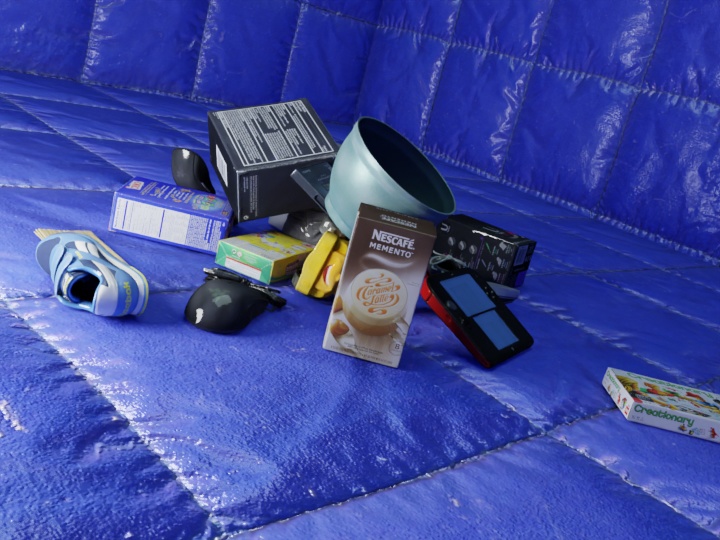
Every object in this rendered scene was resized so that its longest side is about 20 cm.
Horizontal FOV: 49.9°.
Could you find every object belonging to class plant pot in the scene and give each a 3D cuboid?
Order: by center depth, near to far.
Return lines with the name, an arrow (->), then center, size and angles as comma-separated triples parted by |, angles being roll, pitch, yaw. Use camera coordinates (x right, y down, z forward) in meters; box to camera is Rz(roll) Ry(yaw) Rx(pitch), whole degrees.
plant pot -> 0.030, -0.117, 1.188 | 0.200, 0.134, 0.201 | 34, 28, -21

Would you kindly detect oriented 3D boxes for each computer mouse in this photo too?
computer mouse -> -0.189, 0.034, 1.120 | 0.138, 0.053, 0.200 | 18, 16, 5
computer mouse -> -0.299, -0.150, 1.511 | 0.140, 0.200, 0.046 | 19, 61, 12

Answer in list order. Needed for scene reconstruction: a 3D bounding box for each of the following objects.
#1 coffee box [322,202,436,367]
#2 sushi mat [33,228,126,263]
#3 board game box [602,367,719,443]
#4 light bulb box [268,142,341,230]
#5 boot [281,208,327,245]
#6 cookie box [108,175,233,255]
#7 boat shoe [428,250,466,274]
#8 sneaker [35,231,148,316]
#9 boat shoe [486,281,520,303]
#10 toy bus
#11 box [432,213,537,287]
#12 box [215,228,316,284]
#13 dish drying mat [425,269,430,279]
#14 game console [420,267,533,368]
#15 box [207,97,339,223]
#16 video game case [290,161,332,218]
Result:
coffee box -> 0.026, 0.020, 1.089 | 0.114, 0.201, 0.080 | 14, 18, -1
sushi mat -> -0.417, -0.024, 1.178 | 0.095, 0.012, 0.200 | 2, 21, -43
board game box -> 0.485, 0.209, 1.184 | 0.199, 0.035, 0.126 | 14, 15, -4
light bulb box -> -0.072, -0.156, 1.606 | 0.124, 0.201, 0.198 | -2, 23, -43
boot -> -0.059, -0.078, 1.476 | 0.199, 0.132, 0.070 | 17, 15, 8
cookie box -> -0.334, -0.102, 1.406 | 0.199, 0.076, 0.171 | 14, 16, -7
boat shoe -> 0.172, 0.002, 1.548 | 0.074, 0.062, 0.200 | 11, 16, -7
sneaker -> -0.372, 0.003, 1.022 | 0.199, 0.074, 0.082 | 23, 19, 28
boat shoe -> 0.216, 0.051, 1.438 | 0.199, 0.057, 0.068 | 4, 10, -38
toy bus -> 0.000, 0.000, 1.314 | 0.191, 0.136, 0.200 | 32, 19, 1
box -> 0.270, -0.046, 1.725 | 0.199, 0.107, 0.122 | 23, 17, 28
box -> -0.155, -0.030, 1.384 | 0.117, 0.049, 0.200 | 21, 19, 21
dish drying mat -> 0.101, 0.001, 1.307 | 0.200, 0.018, 0.077 | 60, -5, -39
game console -> 0.195, 0.072, 1.276 | 0.177, 0.031, 0.200 | 48, 28, 19
box -> -0.159, -0.206, 1.426 | 0.197, 0.124, 0.200 | -13, 47, -19
video game case -> -0.018, -0.098, 1.279 | 0.200, 0.019, 0.143 | 46, 21, 3
